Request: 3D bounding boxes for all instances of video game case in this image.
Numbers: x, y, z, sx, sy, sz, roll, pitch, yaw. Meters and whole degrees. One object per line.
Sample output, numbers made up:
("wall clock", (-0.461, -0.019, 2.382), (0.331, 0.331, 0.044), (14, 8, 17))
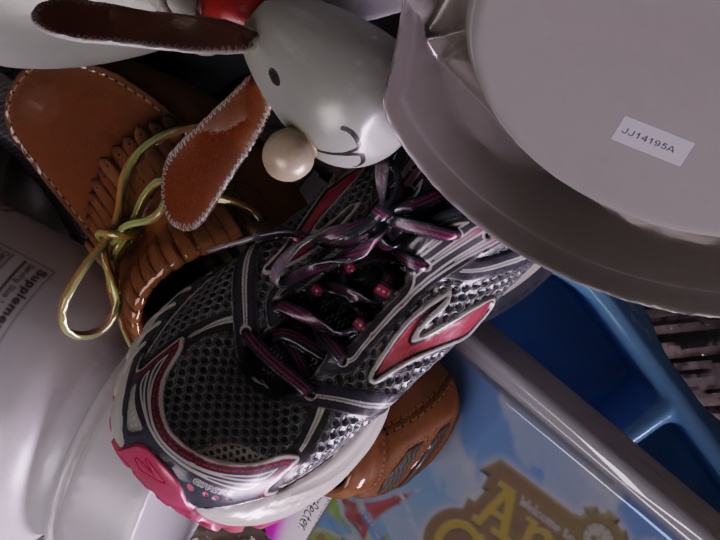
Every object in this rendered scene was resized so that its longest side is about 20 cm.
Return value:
("video game case", (0.064, 0.143, 0.885), (0.200, 0.022, 0.183), (40, 119, 16))

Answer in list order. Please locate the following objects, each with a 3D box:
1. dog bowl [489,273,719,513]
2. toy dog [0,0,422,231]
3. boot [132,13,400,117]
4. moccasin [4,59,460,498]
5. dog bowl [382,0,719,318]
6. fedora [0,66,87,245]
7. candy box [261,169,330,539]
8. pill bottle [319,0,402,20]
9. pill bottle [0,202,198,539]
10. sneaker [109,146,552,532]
("dog bowl", (0.080, 0.069, 0.927), (0.111, 0.050, 0.200), (-36, 95, 8))
("toy dog", (-0.084, -0.073, 0.801), (0.199, 0.096, 0.132), (18, 152, 50))
("boot", (-0.085, -0.142, 0.894), (0.164, 0.066, 0.200), (-23, 115, 39))
("moccasin", (-0.056, 0.001, 0.870), (0.202, 0.078, 0.074), (52, 122, 16))
("dog bowl", (0.103, -0.072, 0.717), (0.199, 0.059, 0.201), (11, 141, 9))
("fedora", (-0.143, -0.011, 1.039), (0.176, 0.090, 0.201), (11, 124, 25))
("candy box", (0.017, 0.071, 1.022), (0.200, 0.061, 0.136), (40, 139, -2))
("pill bottle", (-0.020, -0.184, 0.771), (0.115, 0.116, 0.201), (-8, 122, 40))
("pill bottle", (-0.146, 0.031, 0.932), (0.199, 0.114, 0.114), (27, 139, 12))
("sneaker", (0.000, 0.000, 0.800), (0.081, 0.200, 0.075), (43, 151, 8))
